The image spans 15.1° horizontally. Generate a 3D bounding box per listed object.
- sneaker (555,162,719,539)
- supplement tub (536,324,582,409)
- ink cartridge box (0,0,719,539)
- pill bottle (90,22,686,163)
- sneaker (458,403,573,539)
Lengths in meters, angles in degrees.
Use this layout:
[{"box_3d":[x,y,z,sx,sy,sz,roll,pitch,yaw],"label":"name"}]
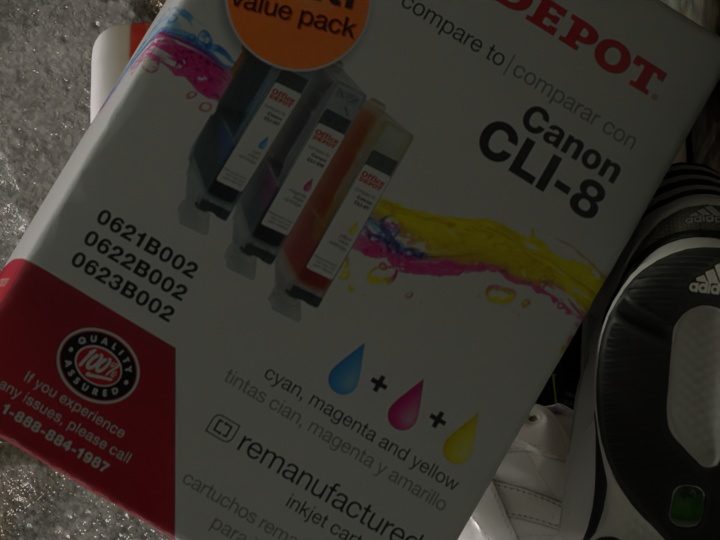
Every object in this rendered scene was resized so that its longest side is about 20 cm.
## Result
[{"box_3d":[0.092,0.062,0.817,0.115,0.075,0.201,-80,-1,-63],"label":"sneaker"},{"box_3d":[0.045,0.089,1.016,0.123,0.122,0.201,94,174,-54],"label":"supplement tub"},{"box_3d":[-0.013,-0.013,0.799,0.200,0.145,0.145,-60,7,-6],"label":"ink cartridge box"},{"box_3d":[0.007,-0.029,0.945,0.116,0.199,0.116,179,90,-87],"label":"pill bottle"},{"box_3d":[0.027,0.078,0.919,0.100,0.200,0.075,-48,-29,-20],"label":"sneaker"}]
